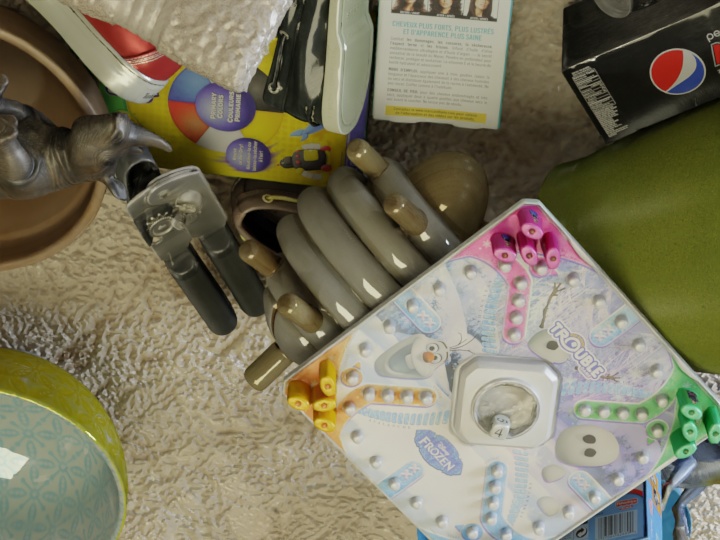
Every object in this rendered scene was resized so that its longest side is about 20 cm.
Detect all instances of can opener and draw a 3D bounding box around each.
[{"bbox_3d":[-0.111,-0.026,1.479,0.053,0.067,0.200,-29,154,-1],"label":"can opener"}]

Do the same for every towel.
[{"bbox_3d":[-0.075,-0.214,1.267,0.132,0.034,0.201,28,91,8],"label":"towel"}]

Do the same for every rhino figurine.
[{"bbox_3d":[-0.210,-0.074,1.350,0.198,0.060,0.088,-1,149,6],"label":"rhino figurine"}]

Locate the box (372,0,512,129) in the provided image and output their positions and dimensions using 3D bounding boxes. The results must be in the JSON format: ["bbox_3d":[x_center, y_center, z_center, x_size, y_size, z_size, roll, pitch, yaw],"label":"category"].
[{"bbox_3d":[0.053,-0.181,1.357,0.082,0.049,0.201,5,130,1],"label":"box"}]

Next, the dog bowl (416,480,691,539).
[{"bbox_3d":[0.141,0.172,1.645,0.198,0.050,0.112,-6,129,13],"label":"dog bowl"}]

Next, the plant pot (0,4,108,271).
[{"bbox_3d":[-0.249,-0.104,1.431,0.199,0.093,0.202,4,131,4],"label":"plant pot"}]

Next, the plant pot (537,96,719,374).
[{"bbox_3d":[0.217,-0.018,1.398,0.192,0.201,0.201,-10,129,29],"label":"plant pot"}]

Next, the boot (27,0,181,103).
[{"bbox_3d":[-0.152,-0.218,1.326,0.200,0.072,0.144,44,110,-1],"label":"boot"}]

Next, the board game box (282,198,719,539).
[{"bbox_3d":[0.088,0.084,1.363,0.200,0.026,0.200,-37,112,19],"label":"board game box"}]

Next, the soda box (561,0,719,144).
[{"bbox_3d":[0.220,-0.153,1.346,0.199,0.071,0.063,-21,126,23],"label":"soda box"}]

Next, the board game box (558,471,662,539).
[{"bbox_3d":[0.126,0.131,1.512,0.150,0.201,0.037,-16,128,19],"label":"board game box"}]

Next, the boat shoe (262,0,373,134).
[{"bbox_3d":[-0.027,-0.183,1.333,0.066,0.074,0.201,11,113,18],"label":"boat shoe"}]

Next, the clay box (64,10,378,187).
[{"bbox_3d":[-0.092,-0.117,1.430,0.198,0.048,0.115,6,130,1],"label":"clay box"}]

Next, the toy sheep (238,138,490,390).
[{"bbox_3d":[0.000,0.000,1.403,0.200,0.138,0.138,-39,118,9],"label":"toy sheep"}]

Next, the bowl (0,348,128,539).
[{"bbox_3d":[-0.256,0.120,1.610,0.199,0.108,0.201,3,131,4],"label":"bowl"}]

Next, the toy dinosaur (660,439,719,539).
[{"bbox_3d":[0.234,0.135,1.559,0.180,0.200,0.105,17,141,20],"label":"toy dinosaur"}]

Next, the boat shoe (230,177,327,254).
[{"bbox_3d":[0.000,-0.009,1.502,0.199,0.060,0.072,31,127,-19],"label":"boat shoe"}]
